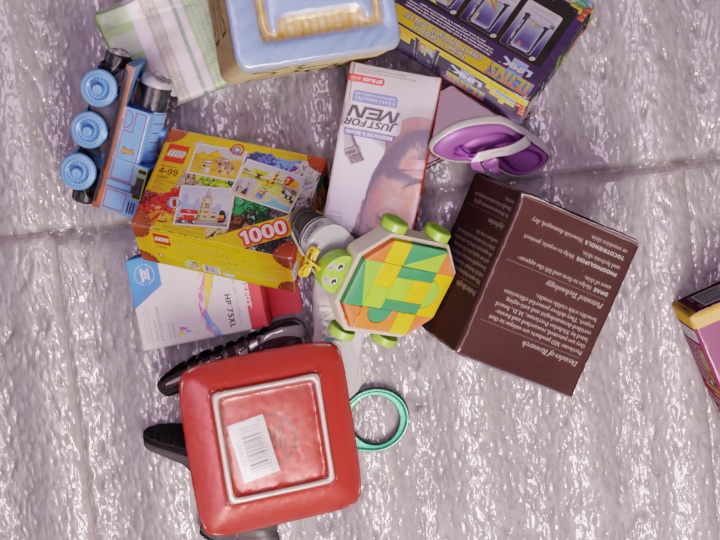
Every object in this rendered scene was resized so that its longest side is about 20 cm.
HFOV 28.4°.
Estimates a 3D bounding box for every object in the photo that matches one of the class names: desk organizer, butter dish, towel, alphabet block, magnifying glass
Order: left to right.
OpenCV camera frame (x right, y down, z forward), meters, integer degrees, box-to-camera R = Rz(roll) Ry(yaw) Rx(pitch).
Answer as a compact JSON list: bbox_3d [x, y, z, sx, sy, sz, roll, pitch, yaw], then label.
[{"bbox_3d":[-0.213,-0.289,1.753,0.199,0.031,0.150,-23,93,4],"label":"towel"},{"bbox_3d":[-0.116,0.192,1.692,0.198,0.148,0.202,-10,94,-15],"label":"butter dish"},{"bbox_3d":[-0.076,-0.330,1.642,0.194,0.200,0.198,-9,94,-11],"label":"alphabet block"},{"bbox_3d":[-0.033,0.208,1.797,0.199,0.022,0.080,-21,95,6],"label":"magnifying glass"},{"bbox_3d":[0.103,-0.178,1.733,0.199,0.072,0.077,-26,92,4],"label":"desk organizer"}]

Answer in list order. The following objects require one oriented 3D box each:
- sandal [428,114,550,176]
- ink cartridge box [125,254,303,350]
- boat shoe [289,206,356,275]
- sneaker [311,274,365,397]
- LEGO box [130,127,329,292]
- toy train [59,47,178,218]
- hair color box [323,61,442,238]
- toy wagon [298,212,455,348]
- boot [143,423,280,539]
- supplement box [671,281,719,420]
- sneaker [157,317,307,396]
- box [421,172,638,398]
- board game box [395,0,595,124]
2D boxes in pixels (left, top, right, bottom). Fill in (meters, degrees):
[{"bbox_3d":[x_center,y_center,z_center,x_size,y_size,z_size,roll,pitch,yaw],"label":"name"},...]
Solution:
[{"bbox_3d":[0.164,-0.138,1.678,0.082,0.202,0.050,-41,60,33],"label":"sandal"},{"bbox_3d":[-0.179,0.021,1.761,0.198,0.067,0.117,-12,95,2],"label":"ink cartridge box"},{"bbox_3d":[-0.018,-0.006,1.650,0.071,0.064,0.200,-41,136,-5],"label":"boat shoe"},{"bbox_3d":[-0.030,0.082,1.723,0.075,0.089,0.202,6,115,17],"label":"sneaker"},{"bbox_3d":[-0.152,-0.073,1.698,0.198,0.077,0.150,11,59,10],"label":"LEGO box"},{"bbox_3d":[-0.292,-0.166,1.732,0.113,0.087,0.201,17,106,-2],"label":"toy train"},{"bbox_3d":[0.025,-0.135,1.673,0.110,0.064,0.202,10,93,3],"label":"hair color box"},{"bbox_3d":[0.018,0.012,1.614,0.199,0.040,0.156,10,114,-42],"label":"toy wagon"},{"bbox_3d":[-0.190,0.277,1.788,0.198,0.070,0.133,17,110,13],"label":"boot"},{"bbox_3d":[0.468,0.117,1.718,0.103,0.131,0.201,-23,95,4],"label":"supplement box"},{"bbox_3d":[-0.145,0.146,1.770,0.199,0.076,0.116,-22,97,3],"label":"sneaker"},{"bbox_3d":[0.192,0.013,1.682,0.163,0.166,0.201,21,96,-19],"label":"box"},{"bbox_3d":[0.150,-0.292,1.679,0.199,0.057,0.166,33,69,9],"label":"board game box"}]
